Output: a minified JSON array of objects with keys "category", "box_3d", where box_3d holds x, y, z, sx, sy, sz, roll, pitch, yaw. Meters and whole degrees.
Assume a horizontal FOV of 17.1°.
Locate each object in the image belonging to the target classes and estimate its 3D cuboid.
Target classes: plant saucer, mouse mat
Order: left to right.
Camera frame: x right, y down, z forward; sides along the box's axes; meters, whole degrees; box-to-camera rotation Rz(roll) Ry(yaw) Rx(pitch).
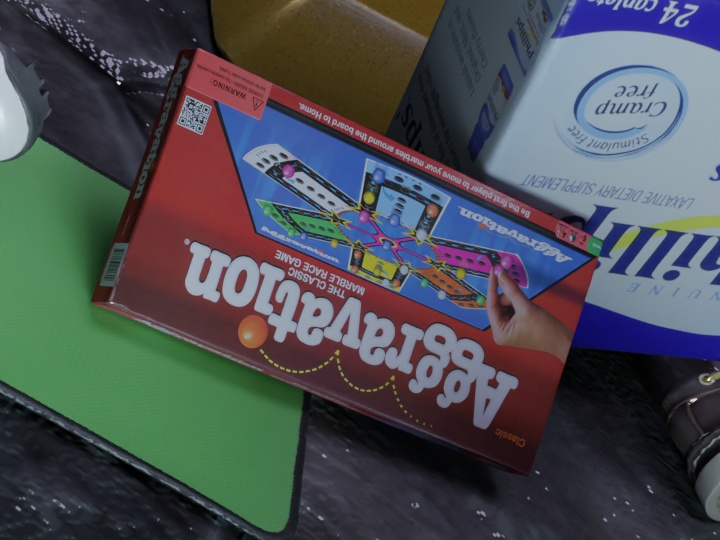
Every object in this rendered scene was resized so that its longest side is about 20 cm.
[{"category":"mouse mat","box_3d":[-0.102,0.009,0.899,0.199,0.008,0.161,31,30,-16]},{"category":"plant saucer","box_3d":[0.016,-0.137,1.200,0.199,0.048,0.200,25,32,-26]}]

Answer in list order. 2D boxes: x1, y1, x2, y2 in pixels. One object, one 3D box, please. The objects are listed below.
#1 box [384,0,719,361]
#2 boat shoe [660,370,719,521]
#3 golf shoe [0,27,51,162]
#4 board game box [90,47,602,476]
[{"category":"box","box_3d":[0.125,-0.068,1.035,0.183,0.200,0.105,6,42,-22]},{"category":"boat shoe","box_3d":[0.227,0.069,1.117,0.199,0.072,0.060,-6,50,-32]},{"category":"golf shoe","box_3d":[-0.205,-0.064,0.822,0.199,0.078,0.095,20,45,-20]},{"category":"board game box","box_3d":[0.000,0.000,0.937,0.199,0.103,0.019,23,-9,-28]}]
